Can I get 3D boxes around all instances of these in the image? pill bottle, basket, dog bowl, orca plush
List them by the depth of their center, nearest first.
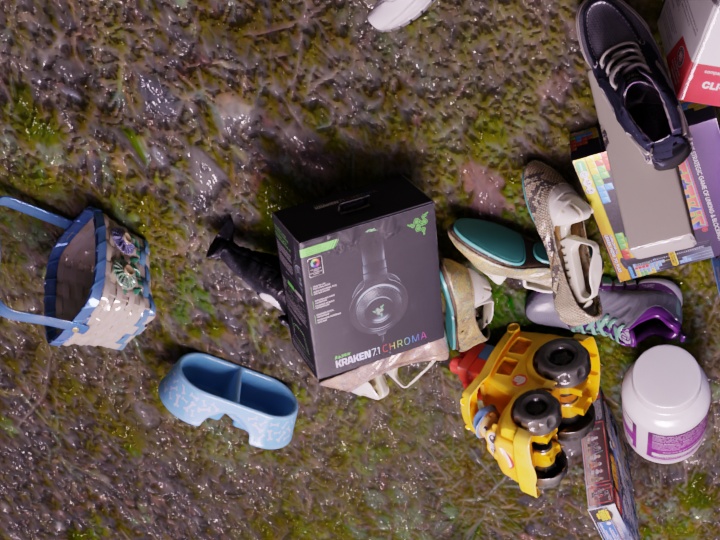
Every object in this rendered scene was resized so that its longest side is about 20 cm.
[{"bbox_3d":[-0.355,0.001,1.453,0.199,0.177,0.139,14,136,-34],"label":"basket"},{"bbox_3d":[-0.086,-0.001,1.477,0.200,0.105,0.071,42,128,1],"label":"orca plush"},{"bbox_3d":[0.393,0.169,1.535,0.111,0.113,0.200,-6,154,10],"label":"pill bottle"},{"bbox_3d":[-0.176,0.175,1.638,0.199,0.112,0.050,22,117,-14],"label":"dog bowl"}]

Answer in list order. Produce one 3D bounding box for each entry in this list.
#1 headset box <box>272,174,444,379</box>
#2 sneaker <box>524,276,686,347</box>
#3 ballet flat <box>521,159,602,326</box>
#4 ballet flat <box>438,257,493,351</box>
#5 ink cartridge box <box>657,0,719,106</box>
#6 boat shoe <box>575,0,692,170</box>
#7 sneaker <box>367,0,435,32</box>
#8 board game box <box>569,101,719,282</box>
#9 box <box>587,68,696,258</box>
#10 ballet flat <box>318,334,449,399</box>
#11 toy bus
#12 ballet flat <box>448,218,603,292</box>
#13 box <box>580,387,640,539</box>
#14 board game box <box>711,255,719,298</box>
[{"bbox_3d":[0.000,0.000,1.404,0.173,0.093,0.201,-16,121,-18],"label":"headset box"},{"bbox_3d":[0.307,0.056,1.496,0.198,0.088,0.075,-5,132,9],"label":"sneaker"},{"bbox_3d":[0.244,-0.034,1.376,0.075,0.068,0.201,-6,100,59],"label":"ballet flat"},{"bbox_3d":[0.134,0.037,1.492,0.070,0.071,0.200,-3,149,8],"label":"ballet flat"},{"bbox_3d":[0.364,-0.280,1.147,0.083,0.145,0.201,7,133,-4],"label":"ink cartridge box"},{"bbox_3d":[0.271,-0.201,1.189,0.074,0.201,0.093,-30,165,14],"label":"boat shoe"},{"bbox_3d":[0.066,-0.326,1.194,0.087,0.075,0.200,36,120,-10],"label":"sneaker"},{"bbox_3d":[0.350,-0.091,1.380,0.164,0.057,0.200,-16,129,20],"label":"board game box"},{"bbox_3d":[0.299,-0.119,1.262,0.068,0.201,0.082,-14,168,18],"label":"box"},{"bbox_3d":[0.033,0.133,1.596,0.199,0.068,0.068,-27,91,27],"label":"ballet flat"},{"bbox_3d":[0.195,0.166,1.541,0.191,0.200,0.136,16,139,28],"label":"toy bus"},{"bbox_3d":[0.196,-0.009,1.452,0.199,0.071,0.071,11,132,-8],"label":"ballet flat"},{"bbox_3d":[0.338,0.280,1.621,0.040,0.201,0.137,-16,129,18],"label":"box"},{"bbox_3d":[0.468,0.089,1.436,0.036,0.201,0.152,-17,129,18],"label":"board game box"}]
